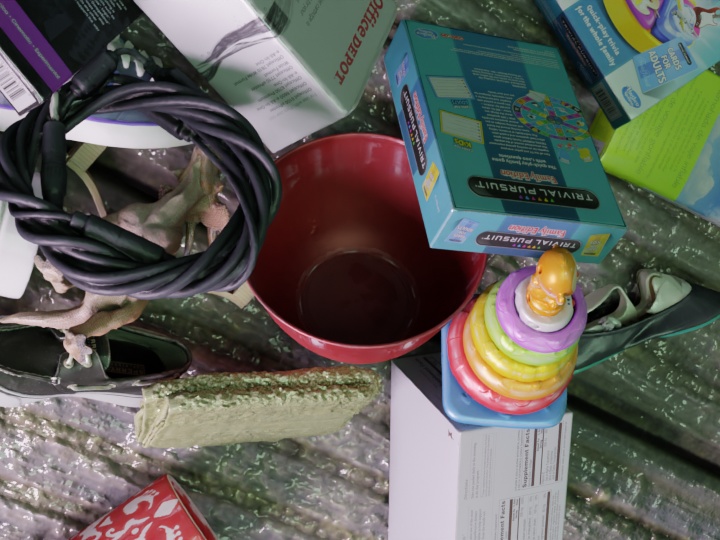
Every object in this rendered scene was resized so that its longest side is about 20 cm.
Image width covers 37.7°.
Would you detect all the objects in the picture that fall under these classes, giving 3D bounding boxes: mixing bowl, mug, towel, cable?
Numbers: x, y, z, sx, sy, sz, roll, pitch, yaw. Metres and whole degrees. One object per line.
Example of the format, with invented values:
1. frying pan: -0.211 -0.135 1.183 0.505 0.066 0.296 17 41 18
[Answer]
1. mixing bowl: 0.000 0.000 0.862 0.198 0.202 0.109 -17 149 -13
2. mug: -0.217 0.282 0.920 0.199 0.178 0.134 -36 80 -9
3. towel: -0.090 0.115 0.889 0.197 0.148 0.037 -2 70 -18
4. cable: -0.147 -0.059 0.697 0.163 0.200 0.051 -37 161 -26

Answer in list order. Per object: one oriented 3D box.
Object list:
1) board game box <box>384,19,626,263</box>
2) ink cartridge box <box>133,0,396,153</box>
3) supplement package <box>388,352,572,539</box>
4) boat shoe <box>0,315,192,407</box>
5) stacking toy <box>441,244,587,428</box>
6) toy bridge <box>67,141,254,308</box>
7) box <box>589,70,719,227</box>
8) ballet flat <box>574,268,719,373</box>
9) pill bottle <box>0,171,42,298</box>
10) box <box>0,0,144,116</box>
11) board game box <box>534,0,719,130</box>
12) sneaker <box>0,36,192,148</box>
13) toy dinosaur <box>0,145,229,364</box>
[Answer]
1. board game box: 0.111 -0.105 0.844 0.149 0.202 0.047 5 142 -21
2. ink cartridge box: -0.077 -0.211 0.763 0.083 0.146 0.200 -21 124 37
3. supplement package: 0.102 0.194 0.964 0.109 0.156 0.203 -6 110 -19
4. boat shoe: -0.222 0.063 0.821 0.063 0.071 0.199 -33 152 35
5. stacking toy: 0.130 0.036 0.803 0.108 0.201 0.117 4 63 -5
6. toy bridge: -0.168 -0.032 0.863 0.067 0.027 0.200 -48 116 2
7. box: 0.314 -0.121 0.990 0.198 0.048 0.123 21 100 -23
8. ballet flat: 0.265 0.039 1.019 0.198 0.073 0.074 -19 113 -10
9. pill bottle: -0.332 -0.047 0.752 0.198 0.113 0.114 15 103 -23
10. box: -0.208 -0.218 0.709 0.144 0.036 0.201 54 45 -21
11. board game box: 0.263 -0.241 0.902 0.199 0.047 0.152 -33 91 -6
12. sneaker: -0.195 -0.174 0.774 0.197 0.081 0.148 3 111 -15
13. toy dinosaur: -0.165 -0.005 0.782 0.199 0.136 0.086 -39 92 13
